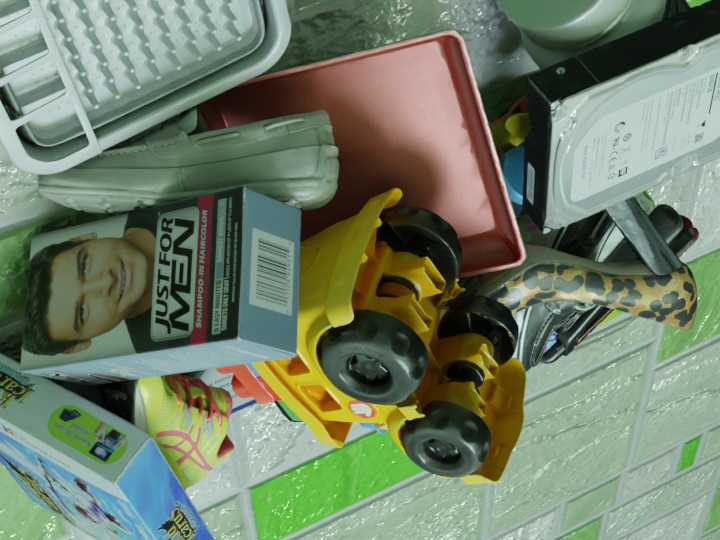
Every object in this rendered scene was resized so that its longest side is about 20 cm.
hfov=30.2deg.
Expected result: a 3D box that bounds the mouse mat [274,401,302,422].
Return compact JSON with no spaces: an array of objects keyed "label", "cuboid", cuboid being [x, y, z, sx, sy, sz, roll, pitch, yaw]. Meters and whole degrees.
[{"label":"mouse mat","cuboid":[0.023,0.088,1.090,0.200,0.008,0.161,-10,156,6]}]

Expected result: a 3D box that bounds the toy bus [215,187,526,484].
[{"label":"toy bus","cuboid":[-0.002,0.066,0.954,0.192,0.136,0.200,-19,124,33]}]

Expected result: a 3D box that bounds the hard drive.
[{"label":"hard drive","cuboid":[0.212,-0.116,0.965,0.200,0.038,0.140,-24,144,-15]}]

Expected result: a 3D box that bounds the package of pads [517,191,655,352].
[{"label":"package of pads","cuboid":[0.178,0.006,1.237,0.200,0.068,0.155,-29,145,-11]}]

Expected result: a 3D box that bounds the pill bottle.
[{"label":"pill bottle","cuboid":[0.190,-0.178,1.003,0.113,0.113,0.200,-45,144,12]}]

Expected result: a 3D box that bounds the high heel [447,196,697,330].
[{"label":"high heel","cuboid":[0.164,0.036,1.057,0.200,0.071,0.143,-35,108,9]}]

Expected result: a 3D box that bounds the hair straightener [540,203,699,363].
[{"label":"hair straightener","cuboid":[0.208,0.015,1.187,0.200,0.041,0.077,-42,144,16]}]

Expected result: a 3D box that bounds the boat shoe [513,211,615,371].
[{"label":"boat shoe","cuboid":[0.171,0.004,1.109,0.072,0.071,0.200,-28,139,-65]}]

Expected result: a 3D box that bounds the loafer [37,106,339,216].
[{"label":"loafer","cuboid":[-0.114,-0.073,0.890,0.200,0.070,0.070,-2,172,-1]}]

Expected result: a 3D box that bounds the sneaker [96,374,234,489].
[{"label":"sneaker","cuboid":[-0.144,0.105,1.020,0.090,0.078,0.200,-26,152,-12]}]

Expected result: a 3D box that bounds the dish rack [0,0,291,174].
[{"label":"dish rack","cuboid":[-0.147,-0.161,0.812,0.200,0.044,0.172,-27,142,-11]}]

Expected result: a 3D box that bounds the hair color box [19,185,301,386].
[{"label":"hair color box","cuboid":[-0.135,0.015,0.883,0.200,0.099,0.061,-10,161,36]}]

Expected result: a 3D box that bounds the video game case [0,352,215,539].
[{"label":"video game case","cuboid":[-0.206,0.150,0.995,0.045,0.181,0.200,-52,150,-24]}]

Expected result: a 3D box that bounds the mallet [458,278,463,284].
[{"label":"mallet","cuboid":[0.012,0.020,1.150,0.200,0.066,0.041,-35,175,24]}]

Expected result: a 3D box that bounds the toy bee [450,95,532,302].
[{"label":"toy bee","cuboid":[0.097,-0.084,1.040,0.131,0.109,0.200,-43,-171,40]}]

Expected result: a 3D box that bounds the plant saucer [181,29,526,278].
[{"label":"plant saucer","cuboid":[-0.001,-0.071,0.945,0.199,0.037,0.200,-12,127,13]}]

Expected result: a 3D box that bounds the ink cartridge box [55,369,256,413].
[{"label":"ink cartridge box","cuboid":[-0.143,0.089,1.093,0.200,0.041,0.200,-24,142,-16]}]
